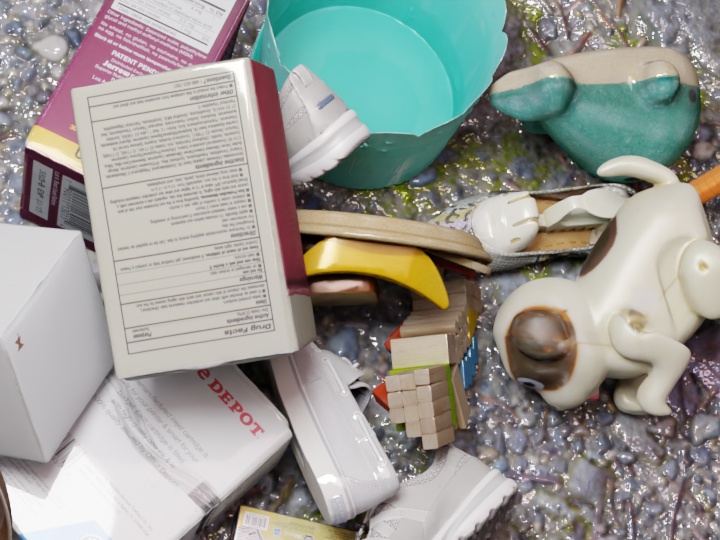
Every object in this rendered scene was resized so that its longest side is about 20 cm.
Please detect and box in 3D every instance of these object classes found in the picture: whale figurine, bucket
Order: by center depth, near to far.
[{"bbox_3d":[0.009,-0.173,1.412,0.205,0.135,0.209,5,66,-12],"label":"bucket"},{"bbox_3d":[0.194,-0.125,1.419,0.199,0.158,0.105,-2,83,-47],"label":"whale figurine"}]

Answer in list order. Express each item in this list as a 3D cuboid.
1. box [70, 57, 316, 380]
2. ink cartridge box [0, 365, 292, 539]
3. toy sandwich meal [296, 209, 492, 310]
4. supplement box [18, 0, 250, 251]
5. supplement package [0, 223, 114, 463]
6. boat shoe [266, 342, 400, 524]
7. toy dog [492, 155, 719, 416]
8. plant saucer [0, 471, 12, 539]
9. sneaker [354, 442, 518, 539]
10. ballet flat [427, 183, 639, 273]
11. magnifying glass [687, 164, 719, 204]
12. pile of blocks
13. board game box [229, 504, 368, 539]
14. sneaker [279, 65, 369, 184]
[{"bbox_3d":[-0.111,-0.035,1.199,0.127,0.109,0.202,-9,91,7],"label":"box"},{"bbox_3d":[-0.171,0.141,1.268,0.200,0.084,0.145,-40,80,-24],"label":"ink cartridge box"},{"bbox_3d":[0.000,0.000,1.323,0.203,0.205,0.071,8,86,-10],"label":"toy sandwich meal"},{"bbox_3d":[-0.177,-0.128,1.353,0.103,0.131,0.201,25,64,-2],"label":"supplement box"},{"bbox_3d":[-0.290,0.042,1.207,0.198,0.118,0.117,6,39,21],"label":"supplement package"},{"bbox_3d":[-0.024,0.098,1.295,0.068,0.072,0.200,-16,40,-10],"label":"boat shoe"},{"bbox_3d":[0.200,0.029,1.364,0.199,0.140,0.195,-30,104,-6],"label":"toy dog"},{"bbox_3d":[-0.319,0.141,1.188,0.199,0.201,0.035,32,38,2],"label":"plant saucer"},{"bbox_3d":[0.023,0.202,1.267,0.082,0.075,0.200,39,58,23],"label":"sneaker"},{"bbox_3d":[0.149,-0.042,1.427,0.198,0.072,0.073,-5,69,-15],"label":"ballet flat"},{"bbox_3d":[0.322,-0.092,1.436,0.022,0.199,0.080,46,27,-20],"label":"magnifying glass"},{"bbox_3d":[0.049,0.075,1.341,0.062,0.083,0.200,-7,25,19],"label":"pile of blocks"},{"bbox_3d":[-0.008,0.262,1.283,0.198,0.035,0.137,14,65,-7],"label":"board game box"},{"bbox_3d":[-0.076,-0.099,1.325,0.075,0.199,0.082,-40,101,-44],"label":"sneaker"}]
